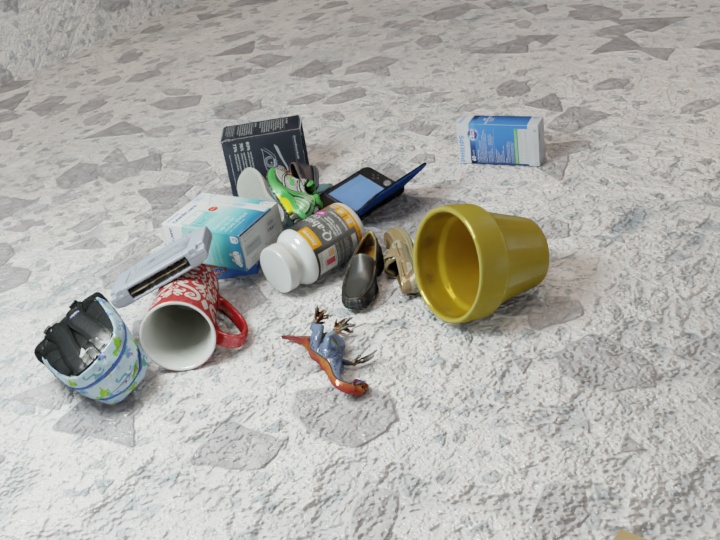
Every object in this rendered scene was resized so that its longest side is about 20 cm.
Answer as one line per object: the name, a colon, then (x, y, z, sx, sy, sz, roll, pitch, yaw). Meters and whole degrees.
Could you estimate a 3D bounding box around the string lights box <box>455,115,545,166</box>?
string lights box: (0.328, -0.306, 2.080, 0.198, 0.104, 0.059, 6, 34, 25)

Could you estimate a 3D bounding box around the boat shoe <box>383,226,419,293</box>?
boat shoe: (0.074, -0.022, 1.703, 0.064, 0.072, 0.200, -15, 32, -10)

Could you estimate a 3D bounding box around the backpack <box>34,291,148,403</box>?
backpack: (-0.450, 0.139, 1.507, 0.163, 0.154, 0.199, -46, 21, -17)

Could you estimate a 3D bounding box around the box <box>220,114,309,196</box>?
box: (-0.228, -0.280, 2.154, 0.197, 0.150, 0.105, -8, 29, -1)

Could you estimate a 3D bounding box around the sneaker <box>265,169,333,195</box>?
sneaker: (-0.156, -0.184, 2.020, 0.197, 0.096, 0.080, -7, 30, 5)

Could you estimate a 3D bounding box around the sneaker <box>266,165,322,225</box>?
sneaker: (-0.134, -0.162, 1.856, 0.085, 0.078, 0.200, -34, 45, -2)

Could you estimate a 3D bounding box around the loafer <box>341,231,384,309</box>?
loafer: (0.000, 0.000, 1.684, 0.072, 0.073, 0.201, -2, 31, 10)

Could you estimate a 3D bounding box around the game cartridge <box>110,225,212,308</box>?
game cartridge: (-0.363, -0.009, 1.630, 0.199, 0.041, 0.134, -29, 23, 6)

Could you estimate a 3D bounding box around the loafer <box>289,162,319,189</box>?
loafer: (-0.127, -0.153, 1.927, 0.062, 0.072, 0.202, 19, 48, -29)

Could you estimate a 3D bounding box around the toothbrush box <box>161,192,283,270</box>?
toothbrush box: (-0.279, -0.082, 1.804, 0.198, 0.086, 0.146, 9, 35, 29)

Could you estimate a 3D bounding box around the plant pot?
plant pot: (0.222, -0.020, 1.553, 0.187, 0.203, 0.200, -8, 26, -30)

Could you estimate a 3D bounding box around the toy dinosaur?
toy dinosaur: (-0.044, 0.150, 1.480, 0.199, 0.105, 0.183, -37, 31, 31)

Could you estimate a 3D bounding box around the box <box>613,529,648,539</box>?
box: (0.348, 0.383, 0.983, 0.198, 0.021, 0.163, 15, 39, 37)

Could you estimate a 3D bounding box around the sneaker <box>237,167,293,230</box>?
sneaker: (-0.207, -0.146, 1.965, 0.074, 0.082, 0.201, -41, 56, 10)

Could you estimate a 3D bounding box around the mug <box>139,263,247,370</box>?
mug: (-0.305, 0.085, 1.614, 0.133, 0.177, 0.200, -43, 21, 15)

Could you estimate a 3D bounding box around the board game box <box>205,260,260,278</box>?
board game box: (-0.307, -0.037, 1.864, 0.197, 0.045, 0.153, -6, 31, 4)

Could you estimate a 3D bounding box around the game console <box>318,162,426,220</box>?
game console: (0.019, -0.192, 1.950, 0.170, 0.119, 0.199, 33, 47, 26)

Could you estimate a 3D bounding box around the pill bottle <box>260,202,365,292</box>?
pill bottle: (-0.093, -0.044, 1.742, 0.116, 0.118, 0.199, 21, 41, 41)
